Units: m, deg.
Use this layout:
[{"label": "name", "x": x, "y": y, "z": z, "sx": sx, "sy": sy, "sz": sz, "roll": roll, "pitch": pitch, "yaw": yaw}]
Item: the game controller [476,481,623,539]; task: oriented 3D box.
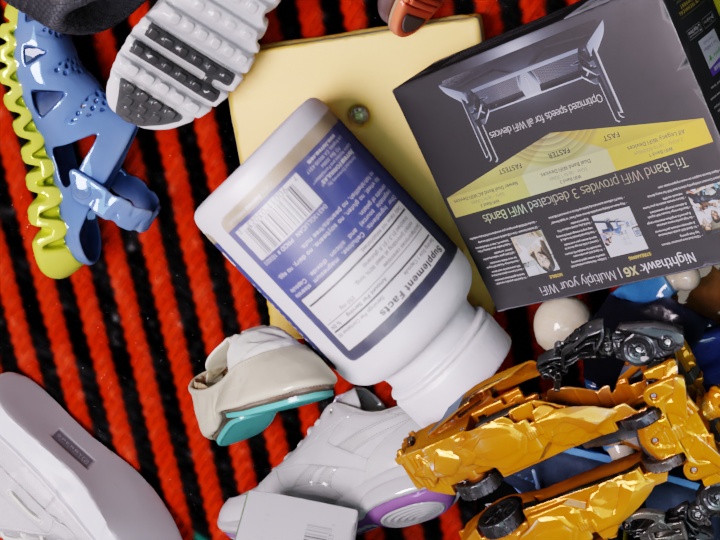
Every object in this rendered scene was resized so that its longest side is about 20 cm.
[{"label": "game controller", "x": 0.133, "y": 0.217, "z": 0.926, "sx": 0.103, "sy": 0.042, "sz": 0.203, "roll": 1, "pitch": 105, "yaw": 9}]

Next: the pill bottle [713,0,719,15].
[{"label": "pill bottle", "x": 0.244, "y": -0.153, "z": 0.766, "sx": 0.199, "sy": 0.113, "sz": 0.113, "roll": 32, "pitch": 108, "yaw": -1}]

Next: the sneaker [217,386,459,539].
[{"label": "sneaker", "x": -0.017, "y": 0.142, "z": 0.923, "sx": 0.198, "sy": 0.075, "sz": 0.101, "roll": -21, "pitch": 61, "yaw": 28}]

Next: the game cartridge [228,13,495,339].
[{"label": "game cartridge", "x": 0.009, "y": -0.059, "z": 0.876, "sx": 0.174, "sy": 0.032, "sz": 0.203, "roll": -6, "pitch": 107, "yaw": 11}]

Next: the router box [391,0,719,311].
[{"label": "router box", "x": 0.132, "y": -0.071, "z": 0.761, "sx": 0.199, "sy": 0.052, "sz": 0.159, "roll": -14, "pitch": 107, "yaw": 46}]

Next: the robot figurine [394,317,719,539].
[{"label": "robot figurine", "x": 0.127, "y": 0.104, "z": 0.755, "sx": 0.198, "sy": 0.058, "sz": 0.146, "roll": -26, "pitch": 102, "yaw": 23}]

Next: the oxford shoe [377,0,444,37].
[{"label": "oxford shoe", "x": 0.042, "y": -0.246, "z": 0.802, "sx": 0.072, "sy": 0.071, "sz": 0.202, "roll": 22, "pitch": 100, "yaw": 21}]

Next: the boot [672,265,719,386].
[{"label": "boot", "x": 0.273, "y": -0.009, "z": 0.836, "sx": 0.187, "sy": 0.068, "sz": 0.201, "roll": -37, "pitch": 81, "yaw": 3}]

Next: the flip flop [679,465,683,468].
[{"label": "flip flop", "x": 0.261, "y": 0.119, "z": 0.867, "sx": 0.198, "sy": 0.081, "sz": 0.058, "roll": 30, "pitch": 75, "yaw": 0}]

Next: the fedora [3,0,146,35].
[{"label": "fedora", "x": -0.158, "y": -0.201, "z": 0.770, "sx": 0.200, "sy": 0.201, "sz": 0.092, "roll": -39, "pitch": 96, "yaw": 17}]

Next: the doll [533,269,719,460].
[{"label": "doll", "x": 0.190, "y": 0.066, "z": 0.794, "sx": 0.199, "sy": 0.048, "sz": 0.138, "roll": 25, "pitch": 101, "yaw": 31}]

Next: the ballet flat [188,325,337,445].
[{"label": "ballet flat", "x": -0.072, "y": 0.071, "z": 0.859, "sx": 0.069, "sy": 0.200, "sz": 0.071, "roll": 7, "pitch": 72, "yaw": -21}]

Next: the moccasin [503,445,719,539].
[{"label": "moccasin", "x": 0.142, "y": 0.146, "z": 0.841, "sx": 0.197, "sy": 0.080, "sz": 0.069, "roll": 18, "pitch": 93, "yaw": 4}]

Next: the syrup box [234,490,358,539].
[{"label": "syrup box", "x": -0.052, "y": 0.247, "z": 0.901, "sx": 0.080, "sy": 0.079, "sz": 0.202, "roll": 10, "pitch": 135, "yaw": 4}]

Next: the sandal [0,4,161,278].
[{"label": "sandal", "x": -0.187, "y": -0.096, "z": 0.875, "sx": 0.086, "sy": 0.080, "sz": 0.203, "roll": -6, "pitch": 113, "yaw": 7}]

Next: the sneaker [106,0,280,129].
[{"label": "sneaker", "x": -0.090, "y": -0.175, "z": 0.832, "sx": 0.075, "sy": 0.081, "sz": 0.200, "roll": 35, "pitch": 108, "yaw": -23}]

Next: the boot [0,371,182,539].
[{"label": "boot", "x": -0.223, "y": 0.174, "z": 0.963, "sx": 0.200, "sy": 0.074, "sz": 0.096, "roll": 46, "pitch": 114, "yaw": 3}]

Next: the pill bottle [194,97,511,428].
[{"label": "pill bottle", "x": 0.000, "y": 0.000, "z": 0.821, "sx": 0.111, "sy": 0.111, "sz": 0.200, "roll": -41, "pitch": 98, "yaw": 17}]
